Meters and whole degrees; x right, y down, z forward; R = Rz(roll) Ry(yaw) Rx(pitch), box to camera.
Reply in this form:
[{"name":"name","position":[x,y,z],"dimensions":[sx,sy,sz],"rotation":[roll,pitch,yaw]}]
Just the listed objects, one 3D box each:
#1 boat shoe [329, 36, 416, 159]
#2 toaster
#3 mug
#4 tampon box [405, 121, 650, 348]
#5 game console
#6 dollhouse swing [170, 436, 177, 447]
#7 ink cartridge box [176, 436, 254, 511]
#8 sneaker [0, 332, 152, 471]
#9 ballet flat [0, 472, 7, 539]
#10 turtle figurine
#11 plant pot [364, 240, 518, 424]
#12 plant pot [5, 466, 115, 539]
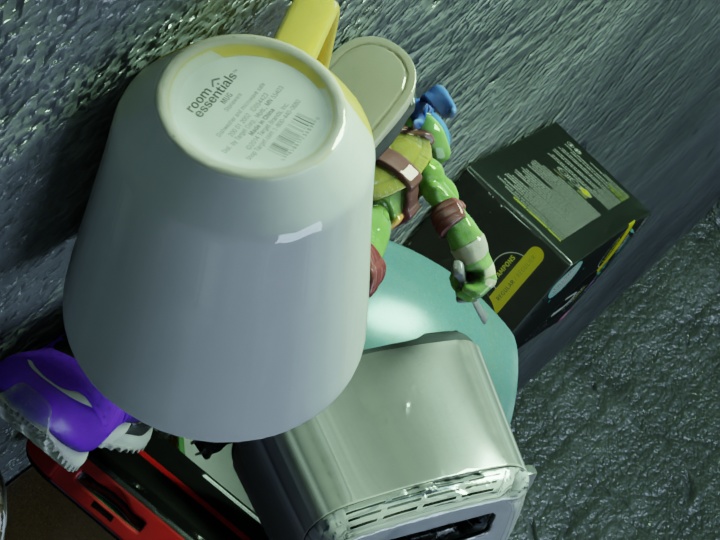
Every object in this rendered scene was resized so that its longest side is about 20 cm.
[{"name":"boat shoe","position":[-0.042,-0.042,0.956],"dimensions":[0.200,0.073,0.063],"rotation":[-47,167,-18]},{"name":"toaster","position":[0.008,0.125,1.082],"dimensions":[0.199,0.129,0.114],"rotation":[-10,140,-23]},{"name":"mug","position":[-0.063,-0.040,0.808],"dimensions":[0.149,0.187,0.153],"rotation":[-7,145,-16]},{"name":"tampon box","position":[0.141,-0.021,1.568],"dimensions":[0.150,0.126,0.200],"rotation":[-53,167,31]},{"name":"game console","position":[-0.107,0.159,1.102],"dimensions":[0.031,0.200,0.177],"rotation":[-53,168,4]},{"name":"dollhouse swing","position":[-0.026,0.148,1.436],"dimensions":[0.200,0.176,0.182],"rotation":[-46,169,6]},{"name":"ink cartridge box","position":[-0.086,0.203,1.302],"dimensions":[0.083,0.145,0.201],"rotation":[-6,137,-5]},{"name":"sneaker","position":[-0.138,0.046,0.950],"dimensions":[0.100,0.069,0.200],"rotation":[-53,173,4]},{"name":"ballet flat","position":[-0.255,0.175,1.008],"dimensions":[0.046,0.068,0.200],"rotation":[7,138,-34]},{"name":"turtle figurine","position":[0.000,0.000,1.066],"dimensions":[0.194,0.144,0.200],"rotation":[-41,166,-47]},{"name":"plant pot","position":[0.037,0.079,1.268],"dimensions":[0.200,0.134,0.201],"rotation":[-171,-90,-80]},{"name":"plant pot","position":[-0.176,0.247,1.172],"dimensions":[0.186,0.200,0.186],"rotation":[-43,170,-9]}]
